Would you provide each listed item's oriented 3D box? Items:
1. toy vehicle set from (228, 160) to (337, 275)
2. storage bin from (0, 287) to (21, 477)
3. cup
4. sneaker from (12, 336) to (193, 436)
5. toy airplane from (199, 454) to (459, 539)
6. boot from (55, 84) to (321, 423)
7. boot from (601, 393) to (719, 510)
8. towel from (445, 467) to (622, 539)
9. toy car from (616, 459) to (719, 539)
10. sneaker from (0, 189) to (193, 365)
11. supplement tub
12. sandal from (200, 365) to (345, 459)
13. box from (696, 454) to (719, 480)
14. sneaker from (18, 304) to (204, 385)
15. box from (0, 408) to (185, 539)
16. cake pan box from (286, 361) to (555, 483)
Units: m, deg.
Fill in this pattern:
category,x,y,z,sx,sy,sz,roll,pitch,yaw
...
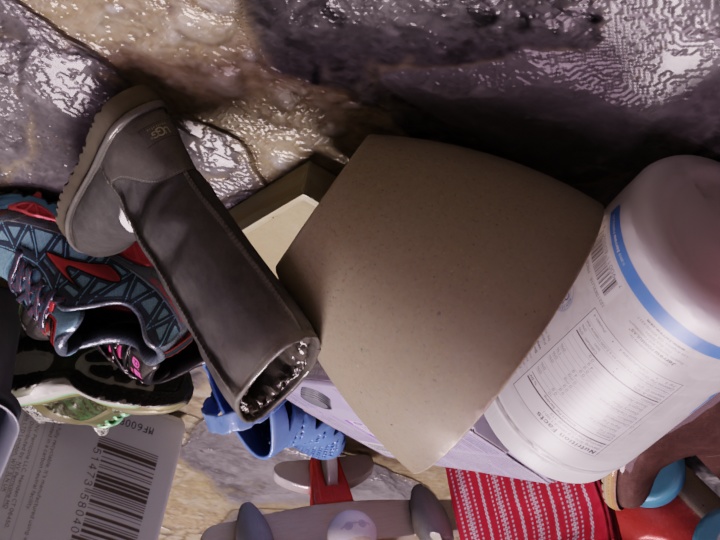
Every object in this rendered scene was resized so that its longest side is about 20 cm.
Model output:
category,x,y,z,sx,sy,sz,roll,pitch,yaw
toy vehicle set,0.000,0.000,0.969,0.199,0.027,0.124,29,144,-31
storage bin,-0.358,0.061,1.058,0.198,0.135,0.146,18,134,-16
cup,0.033,-0.001,0.826,0.143,0.201,0.200,36,147,-2
sneaker,-0.220,0.104,1.153,0.198,0.077,0.089,3,140,27
toy airplane,-0.016,0.238,1.218,0.198,0.200,0.141,38,154,7
boot,-0.110,0.006,0.852,0.201,0.072,0.182,51,152,11
boot,0.267,0.114,0.953,0.165,0.072,0.202,21,120,17
towel,0.138,0.186,1.137,0.022,0.146,0.200,1,158,-33
toy car,0.228,0.260,1.120,0.177,0.200,0.184,44,176,24
sneaker,-0.210,0.010,0.963,0.198,0.096,0.080,15,145,8
supplement tub,0.173,0.034,0.850,0.131,0.133,0.200,19,140,-17
sandal,-0.078,0.122,1.142,0.079,0.088,0.200,-12,146,29
box,0.336,0.138,1.068,0.099,0.076,0.200,-13,145,33
sneaker,-0.173,0.043,1.033,0.197,0.085,0.077,2,149,12
box,-0.298,0.222,1.260,0.198,0.201,0.171,22,148,-18
cake pan box,0.041,0.108,1.072,0.183,0.053,0.199,3,156,45
